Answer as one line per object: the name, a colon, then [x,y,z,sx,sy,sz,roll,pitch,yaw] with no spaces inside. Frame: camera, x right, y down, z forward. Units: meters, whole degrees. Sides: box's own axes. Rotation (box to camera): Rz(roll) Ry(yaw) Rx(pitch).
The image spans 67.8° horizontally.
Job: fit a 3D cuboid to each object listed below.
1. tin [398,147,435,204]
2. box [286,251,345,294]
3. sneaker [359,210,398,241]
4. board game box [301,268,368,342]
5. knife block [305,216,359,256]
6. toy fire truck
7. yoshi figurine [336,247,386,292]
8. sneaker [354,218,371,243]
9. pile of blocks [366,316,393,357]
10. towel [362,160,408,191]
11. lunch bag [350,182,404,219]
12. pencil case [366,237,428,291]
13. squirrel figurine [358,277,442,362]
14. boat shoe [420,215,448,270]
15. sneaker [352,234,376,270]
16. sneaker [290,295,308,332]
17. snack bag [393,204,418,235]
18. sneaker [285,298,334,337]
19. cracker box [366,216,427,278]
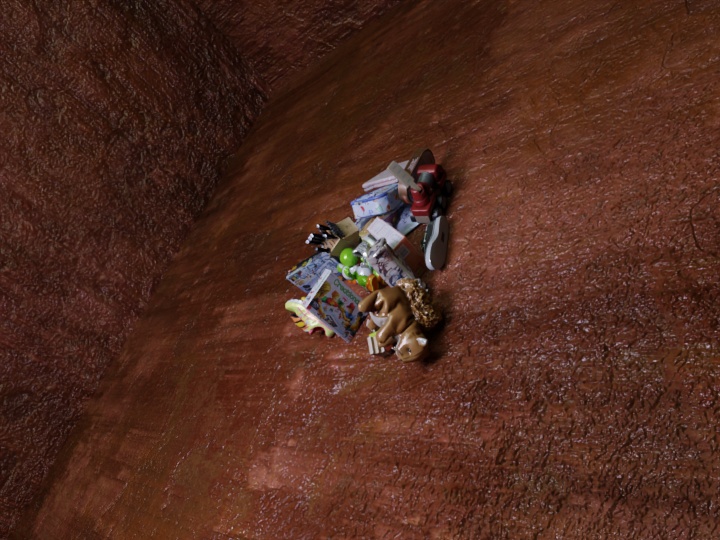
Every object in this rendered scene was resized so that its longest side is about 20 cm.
tin: [0.185,-0.305,1.734,0.041,0.112,0.203,12,63,34]
box: [-0.137,0.008,1.824,0.198,0.136,0.040,-28,40,30]
sneaker: [0.069,-0.130,1.752,0.074,0.091,0.200,-4,31,43]
board game box: [-0.066,0.106,1.571,0.127,0.200,0.034,-55,35,-11]
knife block: [-0.088,-0.084,1.720,0.173,0.202,0.064,-30,61,-18]
toy fire truck: [0.179,-0.267,1.628,0.126,0.201,0.178,4,53,31]
yoshi figurine: [-0.005,-0.012,1.677,0.198,0.112,0.114,20,82,45]
sneaker: [-0.004,-0.103,1.860,0.201,0.074,0.088,-50,49,11]
pile of blocks: [0.066,0.143,1.477,0.061,0.082,0.203,-26,38,32]
towel: [0.127,-0.344,1.897,0.189,0.033,0.199,-6,26,50]
lunch bag: [0.065,-0.230,1.760,0.158,0.077,0.198,-5,17,44]
pencil case: [0.099,0.001,1.472,0.089,0.200,0.078,-28,21,43]
squirrel figurine: [0.122,0.127,1.348,0.198,0.143,0.187,-36,58,-14]
boat shoe: [0.209,-0.072,1.546,0.063,0.071,0.202,-20,34,36]
sneaker: [0.045,-0.022,1.596,0.088,0.078,0.200,-35,46,-13]
sneaker: [-0.150,0.103,1.784,0.201,0.090,0.070,-53,32,-5]
snack bag: [0.160,-0.194,1.778,0.187,0.021,0.202,-38,36,20]
sneaker: [-0.159,0.152,1.696,0.196,0.078,0.092,19,82,19]
cracker box: [0.110,-0.072,1.601,0.058,0.134,0.200,-46,31,1]
